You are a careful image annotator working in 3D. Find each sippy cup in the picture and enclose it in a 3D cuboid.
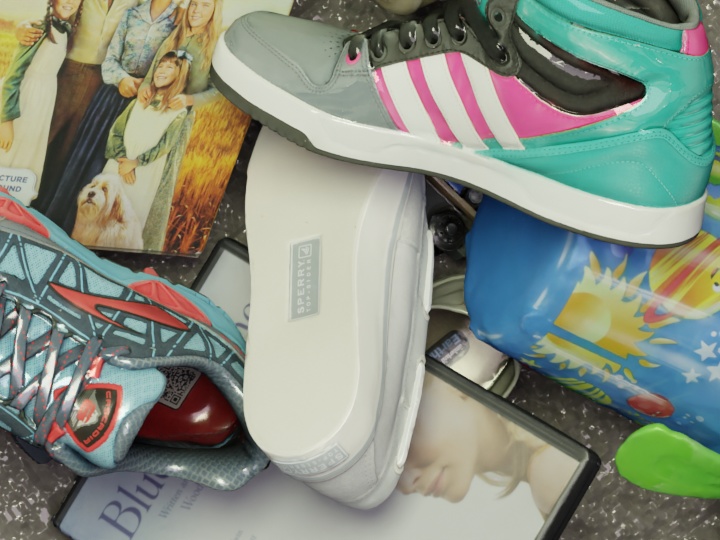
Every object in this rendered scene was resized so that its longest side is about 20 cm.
[{"bbox_3d":[0.117,0.001,1.191,0.130,0.178,0.140,18,100,-23],"label":"sippy cup"}]

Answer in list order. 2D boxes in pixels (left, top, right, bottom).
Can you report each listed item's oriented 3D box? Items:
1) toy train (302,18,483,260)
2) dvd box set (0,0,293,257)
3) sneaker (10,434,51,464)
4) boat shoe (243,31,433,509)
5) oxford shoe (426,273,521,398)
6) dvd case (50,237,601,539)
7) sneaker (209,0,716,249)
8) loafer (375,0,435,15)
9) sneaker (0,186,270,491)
[{"bbox_3d":[-0.011,-0.079,1.236,0.200,0.034,0.046,46,73,-7],"label":"toy train"},{"bbox_3d":[-0.095,-0.101,1.129,0.146,0.029,0.201,5,118,-35],"label":"dvd box set"},{"bbox_3d":[-0.147,-0.022,1.198,0.082,0.070,0.201,-24,97,-4],"label":"sneaker"},{"bbox_3d":[0.000,0.000,1.168,0.072,0.069,0.201,-16,53,21],"label":"boat shoe"},{"bbox_3d":[-0.008,0.079,1.230,0.200,0.058,0.075,-43,101,-2],"label":"oxford shoe"},{"bbox_3d":[-0.017,0.090,1.191,0.199,0.018,0.143,30,88,29],"label":"dvd case"},{"bbox_3d":[0.044,-0.093,1.091,0.199,0.084,0.121,18,116,13],"label":"sneaker"},{"bbox_3d":[0.061,-0.185,1.137,0.068,0.076,0.201,9,120,-32],"label":"loafer"},{"bbox_3d":[-0.111,0.030,1.121,0.199,0.096,0.080,18,108,-32],"label":"sneaker"}]
